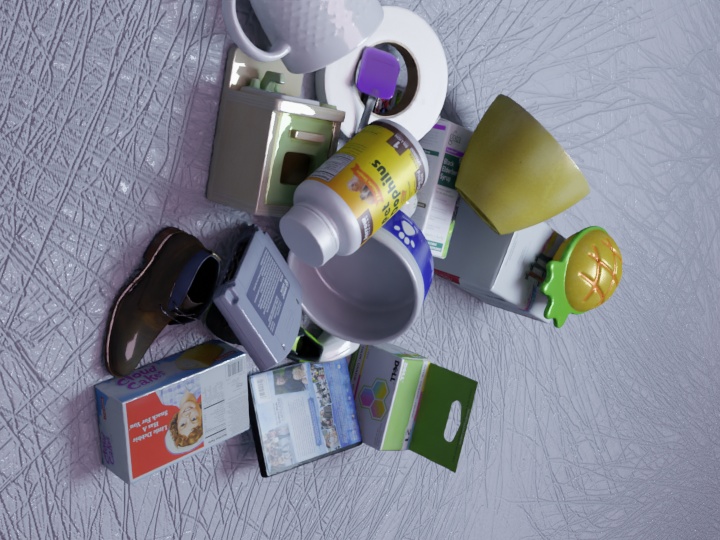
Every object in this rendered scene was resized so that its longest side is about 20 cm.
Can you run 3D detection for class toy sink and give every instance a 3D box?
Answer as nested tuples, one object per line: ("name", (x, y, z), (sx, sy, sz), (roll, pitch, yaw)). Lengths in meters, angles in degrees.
("toy sink", (-0.104, -0.177, 1.425), (0.129, 0.111, 0.204), (2, 101, -48))

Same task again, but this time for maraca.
("maraca", (0.351, 0.009, 1.764), (0.199, 0.106, 0.139), (-32, 118, -37))

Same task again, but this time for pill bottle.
("pill bottle", (-0.010, -0.096, 1.396), (0.200, 0.108, 0.110), (-44, 131, -27))

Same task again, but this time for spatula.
("spatula", (0.006, -0.203, 1.515), (0.055, 0.021, 0.204), (15, 99, -7))

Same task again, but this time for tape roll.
("tape roll", (0.032, -0.269, 1.548), (0.199, 0.037, 0.207), (-6, 104, -26))

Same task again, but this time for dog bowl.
("dog bowl", (0.000, 0.000, 1.525), (0.079, 0.196, 0.203), (-60, 142, -48))

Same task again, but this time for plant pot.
("plant pot", (0.224, -0.139, 1.639), (0.142, 0.200, 0.200), (-43, 135, 1))

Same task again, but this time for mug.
("mug", (-0.088, -0.345, 1.360), (0.200, 0.147, 0.177), (-46, 121, -23))

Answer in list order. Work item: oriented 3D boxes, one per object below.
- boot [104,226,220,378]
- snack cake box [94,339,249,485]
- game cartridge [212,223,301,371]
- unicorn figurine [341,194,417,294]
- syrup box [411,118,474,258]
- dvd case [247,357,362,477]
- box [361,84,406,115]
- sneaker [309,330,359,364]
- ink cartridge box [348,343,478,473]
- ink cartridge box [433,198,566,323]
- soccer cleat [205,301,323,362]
("boot", (-0.246, 0.047, 1.359), (0.074, 0.096, 0.203), (29, 81, -47))
("snack cake box", (-0.241, 0.180, 1.433), (0.198, 0.067, 0.117), (-20, 119, -42))
("game cartridge", (-0.127, 0.038, 1.427), (0.134, 0.040, 0.201), (54, 21, -20))
("unicorn figurine", (0.039, -0.068, 1.588), (0.201, 0.073, 0.138), (-54, 148, -23))
("syrup box", (0.105, -0.130, 1.689), (0.078, 0.081, 0.204), (11, 96, -51))
("dvd case", (-0.082, 0.208, 1.611), (0.198, 0.017, 0.146), (-10, 88, -46))
("box", (0.032, -0.174, 1.629), (0.109, 0.034, 0.204), (7, 98, -48))
("sneaker", (-0.017, 0.069, 1.646), (0.200, 0.070, 0.081), (-38, 113, -36))
("ink cartridge box", (0.068, 0.205, 1.674), (0.075, 0.198, 0.151), (10, 96, -47))
("ink cartridge box", (0.237, -0.021, 1.821), (0.199, 0.144, 0.147), (29, 82, -48))
("soccer cleat", (-0.128, 0.082, 1.510), (0.199, 0.080, 0.069), (24, 86, -48))
